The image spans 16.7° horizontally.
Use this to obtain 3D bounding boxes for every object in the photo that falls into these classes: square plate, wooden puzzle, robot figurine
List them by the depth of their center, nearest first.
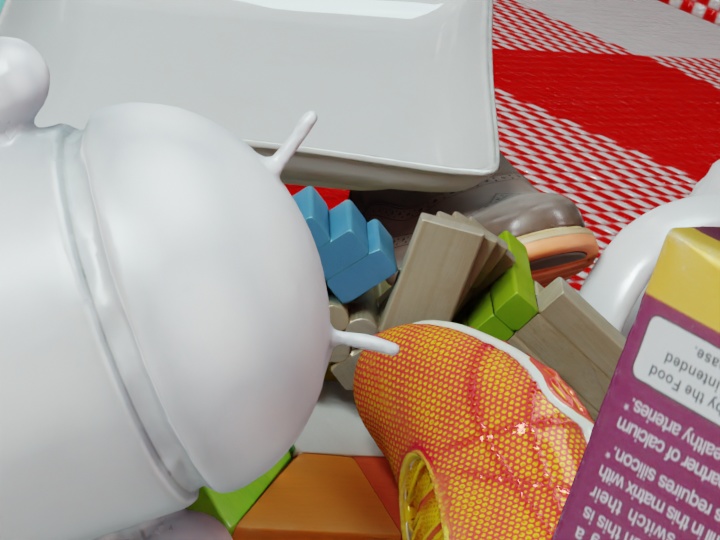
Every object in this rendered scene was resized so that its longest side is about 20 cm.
[{"bbox_3d":[-0.094,0.023,0.684,0.200,0.170,0.113,-20,18,5],"label":"robot figurine"},{"bbox_3d":[-0.016,0.059,0.846,0.200,0.037,0.185,11,28,-35],"label":"wooden puzzle"},{"bbox_3d":[-0.046,-0.081,0.969,0.200,0.029,0.198,5,28,-1],"label":"square plate"}]

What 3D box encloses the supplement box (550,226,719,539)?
[{"bbox_3d":[0.113,0.105,0.578,0.131,0.200,0.103,30,17,36],"label":"supplement box"}]

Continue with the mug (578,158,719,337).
[{"bbox_3d":[0.154,0.033,0.954,0.200,0.176,0.148,7,19,-41],"label":"mug"}]

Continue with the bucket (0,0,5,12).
[{"bbox_3d":[-0.148,-0.137,1.156,0.135,0.207,0.207,31,17,21],"label":"bucket"}]

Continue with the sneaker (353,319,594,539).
[{"bbox_3d":[0.043,0.085,0.748,0.077,0.073,0.200,-9,41,-28],"label":"sneaker"}]

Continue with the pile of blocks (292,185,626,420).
[{"bbox_3d":[0.000,0.000,0.843,0.200,0.082,0.062,18,26,-12],"label":"pile of blocks"}]

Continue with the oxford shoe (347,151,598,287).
[{"bbox_3d":[0.033,-0.024,0.964,0.071,0.073,0.200,-10,3,-20],"label":"oxford shoe"}]
